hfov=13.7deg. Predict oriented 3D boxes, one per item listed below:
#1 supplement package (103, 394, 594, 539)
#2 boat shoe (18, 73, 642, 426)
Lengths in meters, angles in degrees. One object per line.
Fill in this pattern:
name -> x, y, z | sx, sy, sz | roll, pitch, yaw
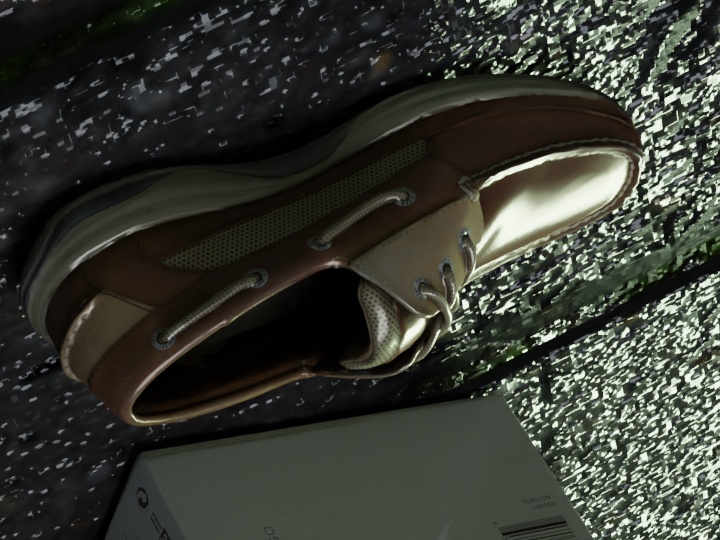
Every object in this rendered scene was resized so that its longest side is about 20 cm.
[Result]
supplement package -> -0.010, 0.172, 1.043 | 0.150, 0.152, 0.200 | -8, 140, -32
boat shoe -> 0.000, 0.000, 0.901 | 0.200, 0.072, 0.076 | -19, 145, -18
